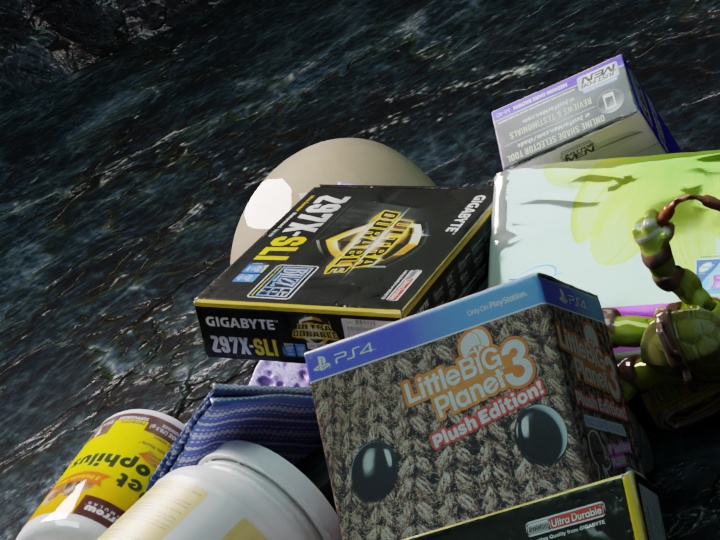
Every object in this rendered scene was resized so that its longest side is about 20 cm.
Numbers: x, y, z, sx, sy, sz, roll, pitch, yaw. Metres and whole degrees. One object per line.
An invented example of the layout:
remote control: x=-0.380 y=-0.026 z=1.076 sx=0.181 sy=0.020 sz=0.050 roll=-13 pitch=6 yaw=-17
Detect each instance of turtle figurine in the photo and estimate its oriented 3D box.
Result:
turtle figurine: x=0.198 y=0.049 z=1.141 sx=0.161 sy=0.200 sz=0.065 roll=-20 pitch=36 yaw=34

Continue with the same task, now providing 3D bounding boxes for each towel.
towel: x=0.255 y=0.043 z=1.319 sx=0.143 sy=0.023 sz=0.200 roll=-28 pitch=19 yaw=6
towel: x=-0.062 y=0.130 z=1.317 sx=0.144 sy=0.024 sz=0.200 roll=3 pitch=-27 yaw=-19

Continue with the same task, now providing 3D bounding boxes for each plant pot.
plant pot: x=0.010 y=0.005 z=1.520 sx=0.200 sy=0.201 sz=0.134 roll=-34 pitch=29 yaw=-15

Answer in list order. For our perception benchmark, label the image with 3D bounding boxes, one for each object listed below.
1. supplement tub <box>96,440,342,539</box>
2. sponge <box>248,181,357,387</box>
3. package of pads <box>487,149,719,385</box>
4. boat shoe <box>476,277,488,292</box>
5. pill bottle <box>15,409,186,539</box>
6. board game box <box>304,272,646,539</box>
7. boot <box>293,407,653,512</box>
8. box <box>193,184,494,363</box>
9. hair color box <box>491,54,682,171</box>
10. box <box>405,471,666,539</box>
supplement tub: x=-0.115 y=0.220 z=1.213 sx=0.145 sy=0.146 sz=0.200 roll=-5 pitch=31 yaw=50
sponge: x=0.001 y=0.029 z=1.398 sx=0.111 sy=0.030 sz=0.201 roll=13 pitch=66 yaw=23
package of pads: x=0.183 y=-0.002 z=1.259 sx=0.199 sy=0.068 sz=0.155 roll=-5 pitch=67 yaw=24
boat shoe: x=0.081 y=0.092 z=1.364 sx=0.071 sy=0.091 sz=0.201 roll=26 pitch=83 yaw=21
pill bottle: x=-0.194 y=0.202 z=1.425 sx=0.109 sy=0.110 sz=0.200 roll=-18 pitch=22 yaw=29
board game box: x=0.075 y=0.125 z=1.083 sx=0.159 sy=0.201 sz=0.097 roll=-21 pitch=-18 yaw=24
boot: x=0.072 y=0.134 z=1.249 sx=0.200 sy=0.165 sz=0.066 roll=-44 pitch=21 yaw=32
box: x=0.000 y=0.000 z=1.302 sx=0.159 sy=0.050 sz=0.200 roll=1 pitch=27 yaw=27
hair color box: x=0.191 y=-0.065 z=1.408 sx=0.109 sy=0.200 sz=0.065 roll=-23 pitch=52 yaw=17
box: x=0.073 y=0.210 z=0.966 sx=0.199 sy=0.049 sz=0.160 roll=-20 pitch=66 yaw=24
